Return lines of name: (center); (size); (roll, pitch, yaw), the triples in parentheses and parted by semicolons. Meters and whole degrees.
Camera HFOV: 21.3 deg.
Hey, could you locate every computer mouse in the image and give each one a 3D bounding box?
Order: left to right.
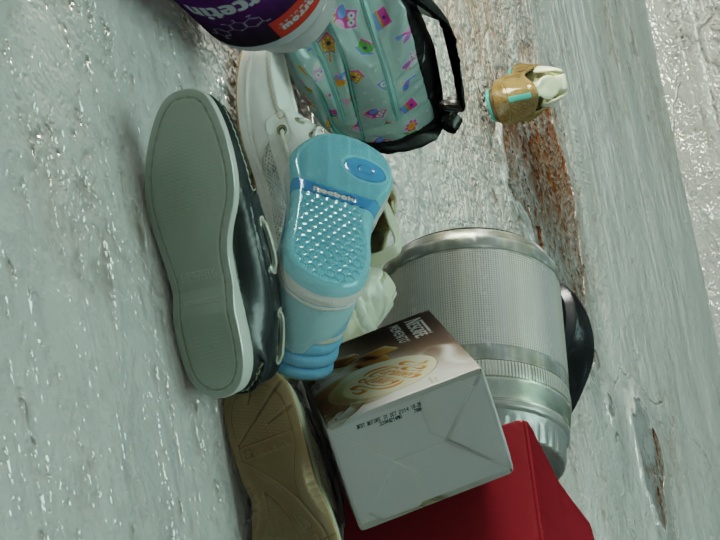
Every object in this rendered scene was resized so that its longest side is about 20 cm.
computer mouse: (0.157, 0.108, 1.700); (0.052, 0.201, 0.139); (15, 17, -28)

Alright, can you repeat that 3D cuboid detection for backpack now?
backpack: (-0.004, -0.190, 1.523); (0.167, 0.126, 0.200); (57, -4, 24)

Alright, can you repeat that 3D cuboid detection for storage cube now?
storage cube: (0.081, 0.245, 1.406); (0.171, 0.199, 0.181); (55, 22, -47)

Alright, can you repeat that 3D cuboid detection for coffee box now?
coffee box: (0.027, 0.101, 1.355); (0.200, 0.114, 0.080); (-125, -164, -78)

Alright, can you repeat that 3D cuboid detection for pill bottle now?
pill bottle: (-0.089, -0.227, 1.341); (0.200, 0.112, 0.113); (38, 43, -62)

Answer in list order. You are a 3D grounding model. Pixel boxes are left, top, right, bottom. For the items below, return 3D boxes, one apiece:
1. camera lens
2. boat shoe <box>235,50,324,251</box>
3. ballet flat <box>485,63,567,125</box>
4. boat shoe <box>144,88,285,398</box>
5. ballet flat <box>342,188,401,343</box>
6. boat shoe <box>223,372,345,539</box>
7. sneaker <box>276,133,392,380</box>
camera lens: (0.094, 0.077, 1.603); (0.160, 0.159, 0.201); (49, 33, -54)
boat shoe: (-0.046, -0.082, 1.438); (0.071, 0.069, 0.202); (19, 59, -67)
ballet flat: (0.201, -0.210, 2.223); (0.200, 0.072, 0.068); (-30, 104, -71)
boat shoe: (-0.092, -0.020, 1.251); (0.060, 0.075, 0.202); (-15, 103, -56)
ballet flat: (0.000, 0.000, 1.528); (0.201, 0.069, 0.070); (-84, 153, -44)
boat shoe: (-0.040, 0.166, 1.295); (0.065, 0.072, 0.201); (7, 66, -65)
sneaker: (-0.036, -0.003, 1.351); (0.200, 0.079, 0.131); (-73, -176, -55)
